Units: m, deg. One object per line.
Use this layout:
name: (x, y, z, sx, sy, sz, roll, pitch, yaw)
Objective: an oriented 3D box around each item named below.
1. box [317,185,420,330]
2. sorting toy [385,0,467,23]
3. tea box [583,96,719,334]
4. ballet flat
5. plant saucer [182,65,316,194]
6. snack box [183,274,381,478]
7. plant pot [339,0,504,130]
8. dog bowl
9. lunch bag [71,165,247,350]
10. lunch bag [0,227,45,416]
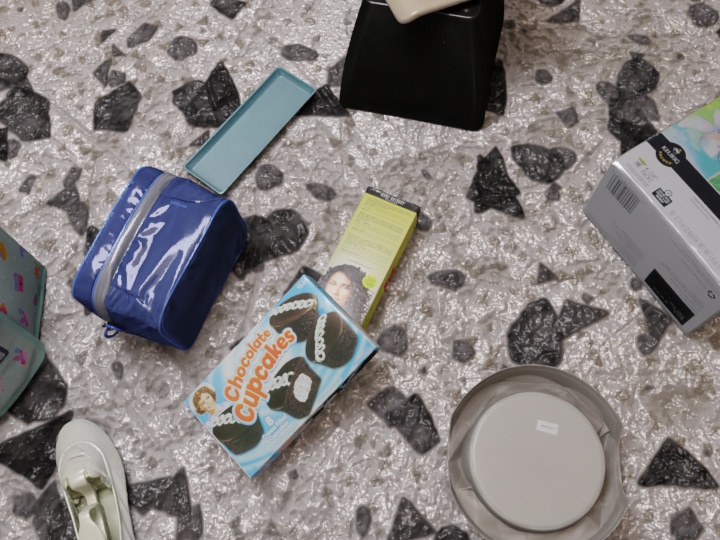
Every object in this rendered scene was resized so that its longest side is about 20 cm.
box: (0.000, 0.000, 0.869, 0.075, 0.050, 0.200, 22, 70, 11)
sorting toy: (0.100, -0.392, 0.839, 0.200, 0.036, 0.185, -23, 70, -7)
tea box: (0.412, -0.069, 0.839, 0.197, 0.134, 0.200, -31, 71, -11)
ballet flat: (-0.286, 0.247, 0.773, 0.069, 0.069, 0.200, -22, 69, -7)
plant saucer: (-0.146, -0.188, 0.965, 0.070, 0.019, 0.200, 35, 74, 14)
snack box: (-0.088, 0.116, 0.801, 0.116, 0.037, 0.200, 44, 94, 14)
plant pot: (0.084, -0.328, 0.928, 0.200, 0.177, 0.200, 11, 69, 7)
dog bowl: (0.187, 0.206, 0.778, 0.200, 0.059, 0.200, 0, 69, 1)
lunch bag: (-0.237, -0.009, 0.834, 0.132, 0.136, 0.200, 22, 72, 10)
lunch bag: (-0.436, 0.054, 0.795, 0.122, 0.170, 0.200, -7, 65, 1)
